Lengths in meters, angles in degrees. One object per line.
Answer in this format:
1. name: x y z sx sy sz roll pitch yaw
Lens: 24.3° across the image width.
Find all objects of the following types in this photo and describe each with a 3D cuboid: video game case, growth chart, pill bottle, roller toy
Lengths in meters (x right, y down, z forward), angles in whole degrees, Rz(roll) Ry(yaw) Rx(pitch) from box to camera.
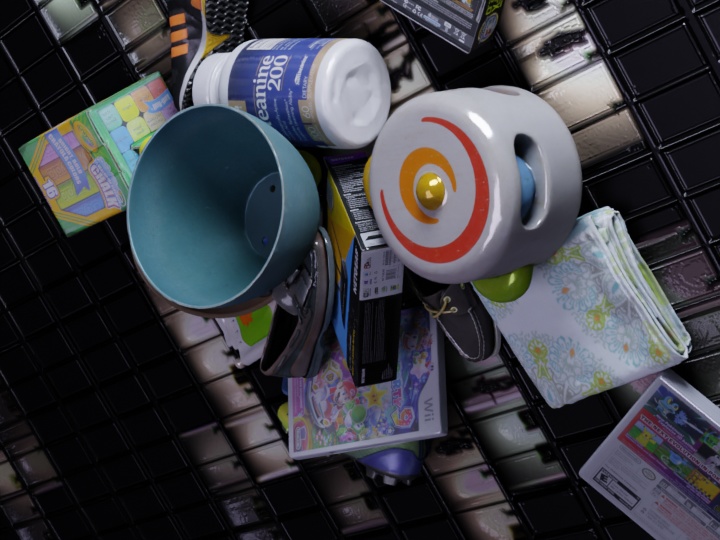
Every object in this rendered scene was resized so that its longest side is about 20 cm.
1. video game case: 0.005 0.123 1.829 0.199 0.018 0.144 -13 69 32
2. growth chart: -0.156 0.018 1.975 0.201 0.018 0.145 57 138 12
3. video game case: 0.338 0.214 1.669 0.200 0.023 0.183 40 136 10
4. pill bottle: -0.076 -0.184 1.727 0.199 0.111 0.112 6 119 39
5. roller toy: 0.103 -0.084 1.587 0.200 0.139 0.183 50 128 26

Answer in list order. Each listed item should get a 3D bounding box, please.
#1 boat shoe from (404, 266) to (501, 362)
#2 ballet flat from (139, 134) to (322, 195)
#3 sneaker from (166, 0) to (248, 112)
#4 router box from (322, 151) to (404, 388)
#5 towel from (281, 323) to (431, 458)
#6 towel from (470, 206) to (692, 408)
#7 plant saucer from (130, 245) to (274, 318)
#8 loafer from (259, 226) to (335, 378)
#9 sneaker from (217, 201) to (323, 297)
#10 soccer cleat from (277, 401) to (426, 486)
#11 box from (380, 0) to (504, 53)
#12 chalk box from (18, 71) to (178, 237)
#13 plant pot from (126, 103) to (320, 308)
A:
1. boat shoe: 0.083 0.013 1.748 0.071 0.061 0.202 -15 105 44
2. ballet flat: -0.139 -0.108 1.789 0.199 0.067 0.067 7 129 -8
3. sneaker: -0.176 -0.264 1.808 0.090 0.070 0.201 47 139 30
4. router box: 0.000 0.000 1.747 0.150 0.051 0.201 -112 18 -44
5. towel: 0.000 0.139 1.909 0.199 0.048 0.112 33 132 22
6. towel: 0.216 0.041 1.660 0.200 0.048 0.172 -26 96 47
7. plant saucer: -0.159 -0.041 1.874 0.199 0.030 0.201 -2 116 -5
8. loafer: -0.069 0.042 1.788 0.072 0.063 0.201 -118 27 -45
9. sneaker: -0.134 -0.025 1.825 0.077 0.199 0.112 -129 44 -70
10. soccer cleat: -0.007 0.175 1.872 0.199 0.065 0.084 20 98 36
11. box: 0.056 -0.323 1.576 0.200 0.044 0.161 34 133 21
12. chalk box: -0.274 -0.139 1.921 0.199 0.124 0.124 -20 101 45
13. plant pot: -0.118 -0.060 1.688 0.199 0.134 0.202 -2 86 33
